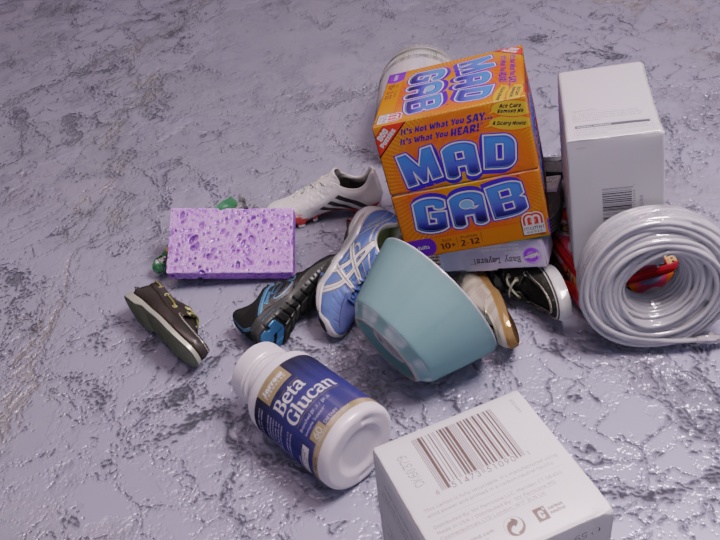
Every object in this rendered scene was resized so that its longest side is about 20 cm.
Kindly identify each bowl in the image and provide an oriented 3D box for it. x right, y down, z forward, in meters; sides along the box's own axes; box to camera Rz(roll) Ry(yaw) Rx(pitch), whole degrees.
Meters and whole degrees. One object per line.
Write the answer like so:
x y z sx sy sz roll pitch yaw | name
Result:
0.068 0.066 1.114 0.105 0.201 0.200 -44 48 -12 | bowl

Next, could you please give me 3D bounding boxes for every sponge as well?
-0.200 -0.043 1.353 0.198 0.030 0.113 0 69 1 | sponge

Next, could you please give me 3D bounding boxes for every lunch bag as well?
0.346 -0.021 1.244 0.174 0.083 0.201 -16 36 -4 | lunch bag

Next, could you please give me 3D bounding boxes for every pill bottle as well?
-0.067 0.167 1.053 0.111 0.112 0.199 -34 45 -30 | pill bottle

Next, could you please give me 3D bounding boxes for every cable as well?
0.375 0.008 1.099 0.198 0.202 0.069 -8 33 6 | cable

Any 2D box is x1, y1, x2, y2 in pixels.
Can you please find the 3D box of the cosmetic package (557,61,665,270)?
0.335 -0.142 1.167 0.122 0.201 0.201 -4 36 14 | cosmetic package

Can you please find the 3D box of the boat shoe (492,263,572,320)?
0.232 0.015 1.229 0.063 0.071 0.200 -16 31 -11 | boat shoe

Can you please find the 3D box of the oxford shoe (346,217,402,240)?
0.051 -0.037 1.321 0.073 0.071 0.200 -20 40 -20 | oxford shoe

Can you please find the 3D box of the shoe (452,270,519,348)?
0.173 0.049 1.199 0.053 0.070 0.201 -27 30 8 | shoe

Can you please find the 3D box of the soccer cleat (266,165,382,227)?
-0.062 -0.128 1.441 0.198 0.086 0.069 -7 38 1 | soccer cleat

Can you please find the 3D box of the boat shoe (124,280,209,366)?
-0.270 0.069 1.242 0.060 0.072 0.201 -35 43 -24 | boat shoe

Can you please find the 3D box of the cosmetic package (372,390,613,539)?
0.122 0.262 0.827 0.163 0.201 0.165 -19 39 -14 | cosmetic package

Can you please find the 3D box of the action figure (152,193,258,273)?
-0.256 -0.053 1.412 0.200 0.055 0.118 -38 50 -26 | action figure

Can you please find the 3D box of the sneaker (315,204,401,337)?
0.000 0.000 1.219 0.077 0.075 0.202 11 76 47 | sneaker

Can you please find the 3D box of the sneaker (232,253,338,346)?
-0.100 0.030 1.260 0.081 0.074 0.200 24 47 36 | sneaker

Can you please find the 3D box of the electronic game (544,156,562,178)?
0.350 -0.161 1.390 0.198 0.042 0.200 -2 9 0 | electronic game

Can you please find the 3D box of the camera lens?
0.108 -0.302 1.566 0.158 0.161 0.201 -2 39 7 | camera lens

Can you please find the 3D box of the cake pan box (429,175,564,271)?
0.196 -0.068 1.262 0.198 0.053 0.185 -3 35 26 | cake pan box

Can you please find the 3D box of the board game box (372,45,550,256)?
0.147 -0.166 1.200 0.198 0.201 0.200 -10 29 15 | board game box
